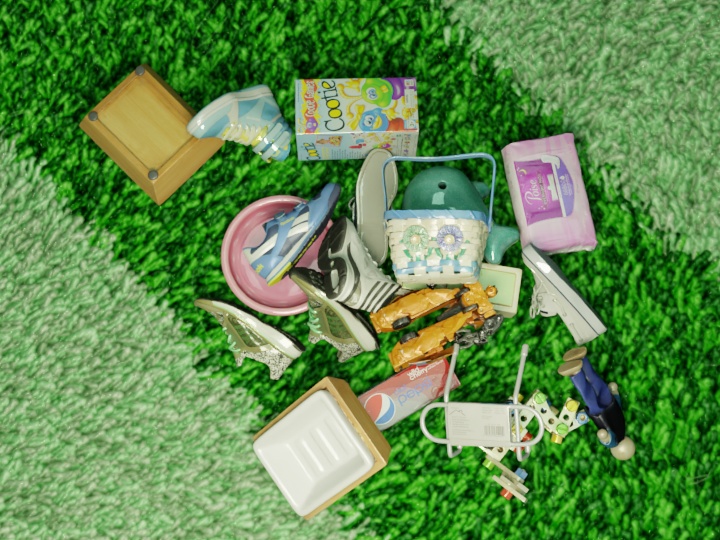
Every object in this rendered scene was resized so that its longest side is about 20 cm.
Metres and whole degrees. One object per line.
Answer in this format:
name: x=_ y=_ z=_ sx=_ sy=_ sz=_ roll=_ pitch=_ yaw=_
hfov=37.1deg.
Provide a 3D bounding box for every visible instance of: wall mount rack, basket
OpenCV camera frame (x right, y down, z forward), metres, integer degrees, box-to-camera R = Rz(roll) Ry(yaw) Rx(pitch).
wall mount rack: x=0.193 y=0.203 z=1.652 sx=0.200 sy=0.075 sz=0.174 roll=-1 pitch=94 yaw=26
basket: x=0.122 y=-0.081 z=1.647 sx=0.176 sy=0.139 sz=0.200 roll=-3 pitch=77 yaw=11

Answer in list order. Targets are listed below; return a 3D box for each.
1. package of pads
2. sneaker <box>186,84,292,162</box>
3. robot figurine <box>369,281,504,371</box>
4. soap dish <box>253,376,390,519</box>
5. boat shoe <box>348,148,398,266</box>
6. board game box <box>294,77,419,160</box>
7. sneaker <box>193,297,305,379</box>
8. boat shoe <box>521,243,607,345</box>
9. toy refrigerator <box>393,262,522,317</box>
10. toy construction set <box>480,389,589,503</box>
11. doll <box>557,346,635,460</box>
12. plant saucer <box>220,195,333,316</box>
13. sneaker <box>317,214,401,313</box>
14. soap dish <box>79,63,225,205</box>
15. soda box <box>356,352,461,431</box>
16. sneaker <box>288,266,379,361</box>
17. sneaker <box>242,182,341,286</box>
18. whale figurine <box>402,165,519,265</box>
package of pads: x=0.313 y=-0.120 z=1.787 sx=0.120 sy=0.076 sz=0.200 roll=-10 pitch=80 yaw=-3
sneaker: x=-0.184 y=-0.226 z=1.758 sx=0.200 sy=0.080 sz=0.131 roll=-33 pitch=87 yaw=-47
robot figurine: x=0.124 y=0.073 z=1.689 sx=0.200 sy=0.058 sz=0.145 roll=-24 pitch=71 yaw=-2
soap dish: x=-0.058 y=0.272 z=1.660 sx=0.200 sy=0.081 sz=0.157 roll=-42 pitch=80 yaw=34
boat shoe: x=0.021 y=-0.101 z=1.783 sx=0.075 sy=0.062 sz=0.200 roll=2 pitch=86 yaw=-15
board game box: x=-0.007 y=-0.252 z=1.785 sx=0.200 sy=0.105 sz=0.103 roll=-2 pitch=71 yaw=-2
sneaker: x=-0.193 y=0.111 z=1.743 sx=0.200 sy=0.077 sz=0.089 roll=30 pitch=89 yaw=6
boat shoe: x=0.309 y=0.049 z=1.742 sx=0.086 sy=0.075 sz=0.202 roll=-39 pitch=112 yaw=13
toy refrigerator: x=0.159 y=0.023 z=1.762 sx=0.200 sy=0.070 sz=0.076 roll=10 pitch=80 yaw=1
toy construction set: x=0.265 y=0.272 z=1.715 sx=0.131 sy=0.092 sz=0.200 roll=37 pitch=71 yaw=5
doll: x=0.387 y=0.218 z=1.715 sx=0.048 sy=0.136 sz=0.200 roll=-23 pitch=106 yaw=32
plant saucer: x=-0.129 y=-0.022 z=1.775 sx=0.200 sy=0.051 sz=0.201 roll=0 pitch=81 yaw=0
sneaker: x=0.000 y=0.000 z=1.692 sx=0.115 sy=0.201 sz=0.076 roll=28 pitch=121 yaw=-23
soap dish: x=-0.351 y=-0.234 z=1.794 sx=0.200 sy=0.081 sz=0.157 roll=44 pitch=82 yaw=8
soda box: x=0.058 y=0.206 z=1.731 sx=0.200 sy=0.063 sz=0.070 roll=-30 pitch=84 yaw=-6
sneaker: x=-0.057 y=0.079 z=1.712 sx=0.089 sy=0.077 sz=0.200 roll=-40 pitch=115 yaw=8
sneaker: x=-0.108 y=-0.072 z=1.723 sx=0.082 sy=0.074 sz=0.200 roll=39 pitch=81 yaw=8
whale figurine: x=0.162 y=-0.093 z=1.748 sx=0.200 sy=0.104 sz=0.159 roll=35 pitch=68 yaw=19
